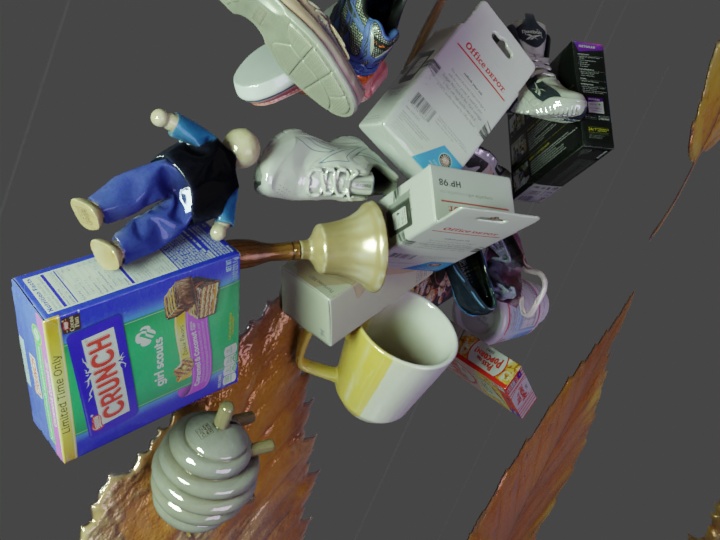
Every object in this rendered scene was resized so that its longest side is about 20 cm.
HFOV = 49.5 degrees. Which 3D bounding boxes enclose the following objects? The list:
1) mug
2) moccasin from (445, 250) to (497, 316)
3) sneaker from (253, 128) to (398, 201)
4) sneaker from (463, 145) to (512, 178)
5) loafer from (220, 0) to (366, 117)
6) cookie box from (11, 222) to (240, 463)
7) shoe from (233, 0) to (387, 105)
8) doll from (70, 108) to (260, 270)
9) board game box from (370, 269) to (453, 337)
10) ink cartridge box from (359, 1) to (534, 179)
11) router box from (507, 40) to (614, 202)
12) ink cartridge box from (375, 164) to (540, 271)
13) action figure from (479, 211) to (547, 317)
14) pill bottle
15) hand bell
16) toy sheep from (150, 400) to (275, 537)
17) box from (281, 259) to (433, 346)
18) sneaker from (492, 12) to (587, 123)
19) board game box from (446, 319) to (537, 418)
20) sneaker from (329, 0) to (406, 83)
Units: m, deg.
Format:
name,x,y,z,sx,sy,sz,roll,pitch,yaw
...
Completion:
name,x,y,z,sx,sy,sz,roll,pitch,yaw
mug,0.021,0.117,1.068,0.149,0.185,0.154,-42,162,-52
moccasin,0.152,-0.033,1.116,0.080,0.068,0.202,-32,102,-22
sneaker,-0.033,-0.111,0.871,0.199,0.087,0.075,-16,128,-46
sneaker,0.159,-0.135,1.124,0.081,0.073,0.199,-59,147,4
loafer,-0.060,-0.228,0.689,0.200,0.072,0.063,44,66,-18
cookie box,-0.219,0.065,0.762,0.199,0.075,0.173,-22,133,-36
shoe,-0.041,-0.200,0.802,0.200,0.071,0.092,-43,139,-31
doll,-0.169,-0.085,0.735,0.199,0.048,0.138,-37,117,-36
board game box,0.074,0.016,1.165,0.199,0.034,0.137,-29,137,-38
ink cartridge box,0.108,-0.209,0.944,0.116,0.067,0.201,44,77,-23
router box,0.271,-0.199,1.084,0.050,0.200,0.151,3,75,-15
ink cartridge box,0.096,-0.061,0.887,0.114,0.199,0.068,4,71,-30
action figure,0.231,-0.038,1.229,0.135,0.148,0.200,-60,-179,19
pill bottle,0.254,0.067,1.381,0.199,0.108,0.110,-5,120,-52
hand bell,-0.079,-0.023,0.860,0.197,0.104,0.105,-3,123,-18
toy sheep,-0.177,0.228,0.910,0.137,0.137,0.202,-13,129,-48
box,0.000,0.000,0.999,0.199,0.094,0.078,-34,141,-36
sneaker,0.223,-0.266,1.010,0.078,0.199,0.131,5,103,-25
board game box,0.181,0.146,1.260,0.046,0.199,0.152,-51,146,-10
sneaker,0.016,-0.280,0.749,0.075,0.078,0.203,11,73,-35
